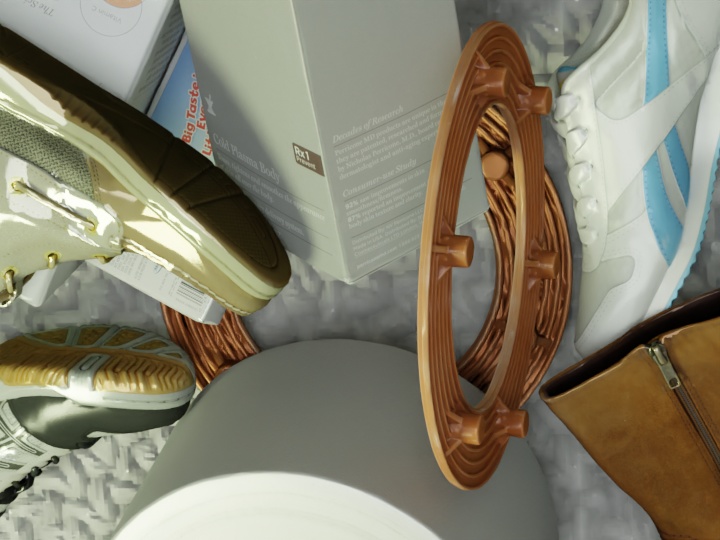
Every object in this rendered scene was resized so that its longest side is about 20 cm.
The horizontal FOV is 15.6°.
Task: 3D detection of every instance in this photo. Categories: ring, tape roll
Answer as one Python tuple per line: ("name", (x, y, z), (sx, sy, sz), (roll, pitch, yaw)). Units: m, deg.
("ring", (0.059, -0.006, 1.125), (0.019, 0.200, 0.201), (5, 102, 17))
("tape roll", (-0.016, 0.150, 1.203), (0.202, 0.139, 0.203), (4, 114, 10))
("ring", (0.000, 0.000, 1.247), (0.200, 0.019, 0.201), (1, 101, 6))

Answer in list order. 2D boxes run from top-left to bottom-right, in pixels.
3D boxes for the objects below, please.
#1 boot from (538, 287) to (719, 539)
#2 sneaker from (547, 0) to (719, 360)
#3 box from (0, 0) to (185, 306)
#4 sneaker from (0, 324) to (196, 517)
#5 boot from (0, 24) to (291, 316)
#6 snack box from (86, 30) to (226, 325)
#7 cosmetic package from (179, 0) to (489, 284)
("boot", (0.138, 0.126, 1.196), (0.188, 0.069, 0.200), (-30, 121, 11))
("sneaker", (0.121, -0.055, 1.197), (0.080, 0.077, 0.201), (13, 93, -6))
("box", (-0.153, -0.106, 1.209), (0.124, 0.097, 0.201), (26, 105, 1))
("sneaker", (-0.167, 0.078, 1.265), (0.199, 0.076, 0.088), (-4, 102, 21))
("boot", (-0.144, -0.003, 1.146), (0.200, 0.072, 0.155), (34, 105, 4))
("snack box", (-0.056, -0.080, 1.218), (0.072, 0.024, 0.201), (27, 95, 21))
("cosmetic package", (-0.018, -0.110, 1.117), (0.090, 0.107, 0.201), (-29, 123, -23))
